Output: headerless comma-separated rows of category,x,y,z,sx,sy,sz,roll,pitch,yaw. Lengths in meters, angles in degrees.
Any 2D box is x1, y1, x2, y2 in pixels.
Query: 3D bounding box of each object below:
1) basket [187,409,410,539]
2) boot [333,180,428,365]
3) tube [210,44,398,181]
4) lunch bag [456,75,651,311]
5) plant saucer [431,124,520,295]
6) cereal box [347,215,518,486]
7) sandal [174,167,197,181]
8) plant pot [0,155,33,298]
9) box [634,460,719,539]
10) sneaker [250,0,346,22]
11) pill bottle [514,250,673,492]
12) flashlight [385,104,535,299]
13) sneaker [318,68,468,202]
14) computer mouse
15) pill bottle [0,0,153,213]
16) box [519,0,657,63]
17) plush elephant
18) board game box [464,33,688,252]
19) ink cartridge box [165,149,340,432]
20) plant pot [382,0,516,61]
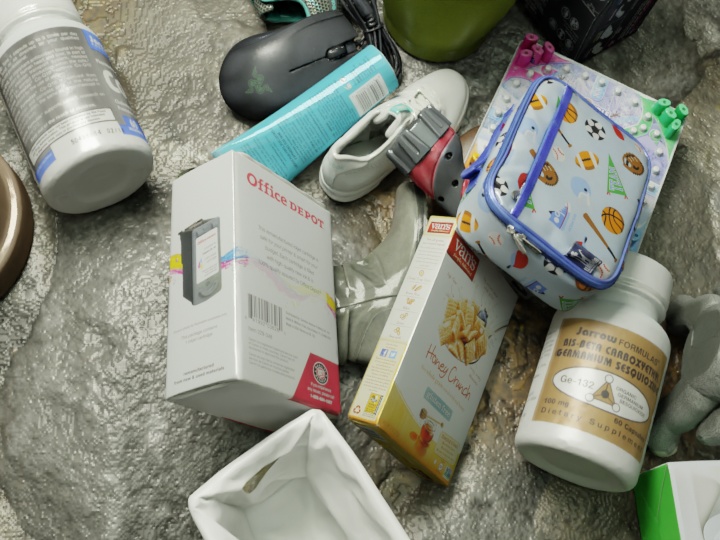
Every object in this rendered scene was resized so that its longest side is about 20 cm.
basket,-0.036,0.242,0.700,0.134,0.124,0.202,-32,75,-14
boot,0.000,0.000,0.822,0.127,0.068,0.205,5,70,2
tube,-0.051,-0.148,0.855,0.199,0.050,0.078,-39,108,-5
lunch bag,0.174,-0.073,0.761,0.159,0.075,0.202,37,54,-9
plant saucer,0.173,-0.076,0.878,0.195,0.037,0.205,1,71,-4
cereal box,0.073,0.074,0.765,0.039,0.144,0.203,8,65,39
sandal,-0.143,0.002,0.810,0.057,0.079,0.205,-24,75,24
plant pot,-0.413,-0.066,0.748,0.195,0.175,0.205,2,69,-4
box,0.351,0.274,0.740,0.172,0.097,0.205,-1,70,-3
sneaker,-0.101,-0.322,0.921,0.197,0.078,0.093,26,74,6
pill bottle,0.224,0.089,0.782,0.112,0.115,0.203,22,70,3
flashlight,0.115,-0.067,0.803,0.200,0.068,0.068,43,79,-1
sneaker,0.043,-0.151,0.864,0.199,0.089,0.075,-41,77,-17
computer mouse,-0.054,-0.224,0.876,0.197,0.053,0.141,-27,110,-8
pill bottle,-0.291,-0.170,0.827,0.112,0.114,0.203,-25,75,-13
box,0.238,-0.358,0.932,0.113,0.133,0.202,-28,75,-18
plush elephant,0.376,0.090,0.763,0.152,0.201,0.167,21,62,-2
board game box,0.222,-0.128,0.868,0.197,0.026,0.203,26,71,5
ink cartridge box,-0.091,0.024,0.732,0.084,0.147,0.204,-20,61,28
plant pot,0.094,-0.327,0.875,0.195,0.193,0.205,2,71,-5
